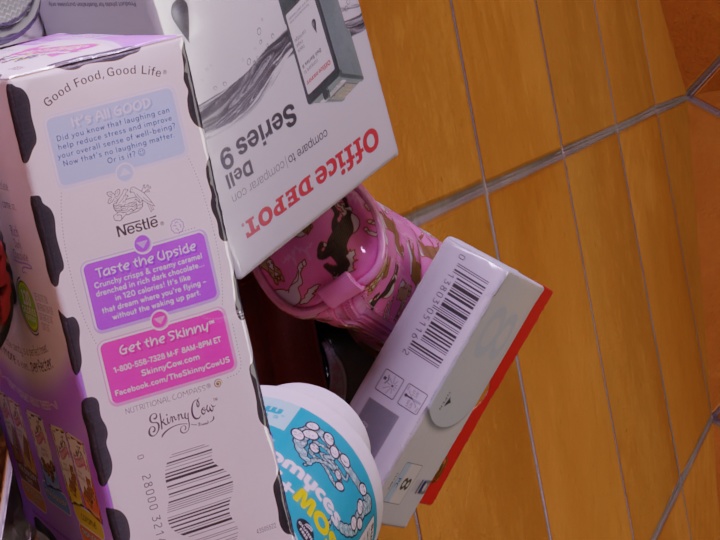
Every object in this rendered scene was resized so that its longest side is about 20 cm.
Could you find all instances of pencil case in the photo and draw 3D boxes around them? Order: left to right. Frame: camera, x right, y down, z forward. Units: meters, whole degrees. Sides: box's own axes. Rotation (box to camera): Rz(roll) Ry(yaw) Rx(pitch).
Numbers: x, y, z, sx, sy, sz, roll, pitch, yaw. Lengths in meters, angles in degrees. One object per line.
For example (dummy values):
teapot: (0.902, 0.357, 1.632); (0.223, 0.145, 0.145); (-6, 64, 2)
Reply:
pencil case: (0.000, 0.000, 1.298); (0.083, 0.086, 0.200); (-66, 160, -3)

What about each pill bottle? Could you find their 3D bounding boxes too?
pill bottle: (-0.055, 0.124, 1.054); (0.200, 0.110, 0.111); (-54, 133, -63)

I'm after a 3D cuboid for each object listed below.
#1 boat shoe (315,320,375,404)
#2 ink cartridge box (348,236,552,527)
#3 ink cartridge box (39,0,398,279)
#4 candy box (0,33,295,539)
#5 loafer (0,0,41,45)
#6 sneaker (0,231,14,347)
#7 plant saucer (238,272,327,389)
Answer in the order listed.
boat shoe: (-0.005, 0.054, 1.410); (0.057, 0.066, 0.201); (65, 24, -58)
ink cartridge box: (0.059, 0.074, 1.337); (0.161, 0.047, 0.200); (-60, 156, 3)
ink cartridge box: (-0.072, -0.116, 1.128); (0.146, 0.084, 0.201); (-39, 123, -41)
candy box: (-0.104, 0.011, 0.897); (0.168, 0.071, 0.201); (-164, -120, -67)
loafer: (-0.188, -0.182, 0.913); (0.072, 0.063, 0.201); (-23, 99, -44)
sneaker: (-0.180, -0.017, 0.788); (0.201, 0.070, 0.098); (70, 25, -47)
plant saucer: (-0.057, 0.092, 1.248); (0.200, 0.036, 0.201); (-23, 104, -75)
